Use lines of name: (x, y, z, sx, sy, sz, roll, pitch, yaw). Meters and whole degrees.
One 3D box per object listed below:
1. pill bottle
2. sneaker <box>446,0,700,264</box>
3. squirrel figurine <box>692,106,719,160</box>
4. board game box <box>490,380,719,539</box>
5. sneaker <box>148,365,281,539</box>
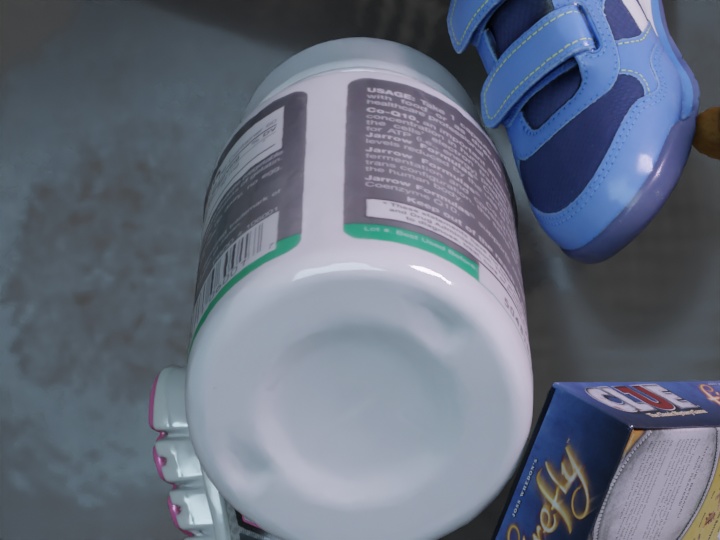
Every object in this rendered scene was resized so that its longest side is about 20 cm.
pill bottle: (0.000, 0.000, 0.930, 0.113, 0.200, 0.113, 0, 118, 1)
sneaker: (0.067, -0.088, 0.963, 0.074, 0.082, 0.200, -40, 38, 33)
squirrel figurine: (0.206, -0.015, 0.922, 0.186, 0.142, 0.201, 4, 111, -21)
board game box: (0.077, 0.134, 0.910, 0.035, 0.135, 0.200, 29, 105, 33)
sneaker: (-0.010, 0.115, 0.985, 0.087, 0.074, 0.200, -23, 73, 11)
